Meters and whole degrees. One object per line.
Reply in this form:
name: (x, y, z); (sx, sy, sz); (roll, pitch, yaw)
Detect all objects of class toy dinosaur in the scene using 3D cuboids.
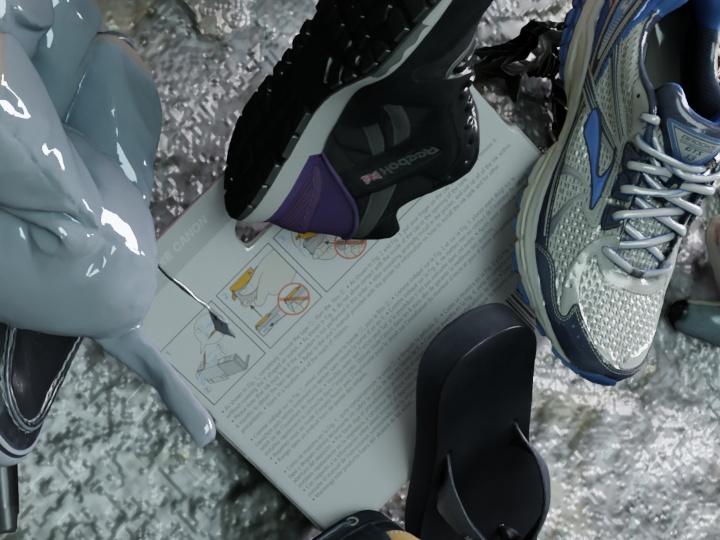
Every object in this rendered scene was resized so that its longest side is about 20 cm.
toy dinosaur: (0.126, -0.063, 1.110); (0.200, 0.102, 0.136); (-53, 127, -39)

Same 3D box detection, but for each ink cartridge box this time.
ink cartridge box: (0.000, 0.000, 1.008); (0.200, 0.045, 0.176); (-44, 110, 1)

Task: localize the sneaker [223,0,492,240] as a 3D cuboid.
sneaker: (0.022, -0.081, 0.895); (0.087, 0.200, 0.076); (16, 55, -24)

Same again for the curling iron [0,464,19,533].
curling iron: (-0.175, 0.019, 0.961); (0.050, 0.025, 0.202); (-15, 101, -65)

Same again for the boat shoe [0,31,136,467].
boat shoe: (-0.134, -0.013, 0.939); (0.072, 0.067, 0.202); (41, 51, -54)

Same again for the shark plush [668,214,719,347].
shark plush: (0.253, 0.035, 1.159); (0.200, 0.083, 0.091); (46, 68, -19)

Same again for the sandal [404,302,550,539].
sandal: (0.059, 0.098, 1.016); (0.076, 0.043, 0.201); (-33, 145, -17)

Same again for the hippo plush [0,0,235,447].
hippo plush: (-0.165, -0.024, 0.860); (0.160, 0.160, 0.201); (-22, 118, 16)

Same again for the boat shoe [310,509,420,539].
boat shoe: (-0.049, 0.184, 0.996); (0.200, 0.062, 0.075); (-37, 135, -3)

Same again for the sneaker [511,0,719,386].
sneaker: (0.126, -0.049, 0.969); (0.077, 0.085, 0.202); (15, 76, -31)
